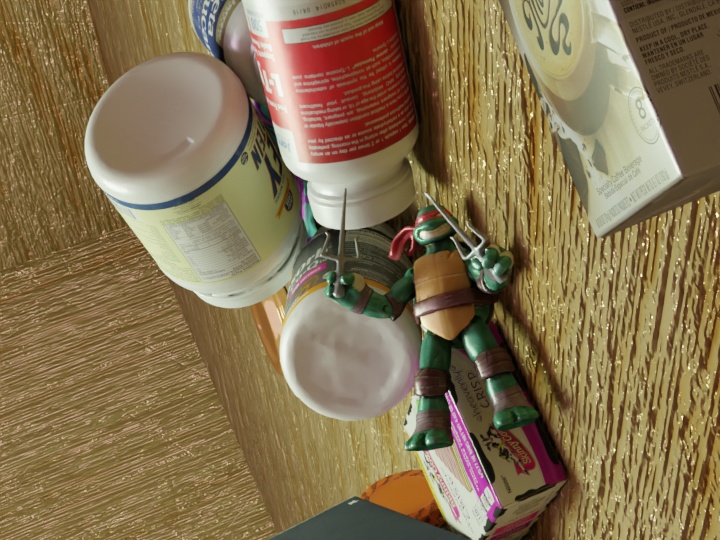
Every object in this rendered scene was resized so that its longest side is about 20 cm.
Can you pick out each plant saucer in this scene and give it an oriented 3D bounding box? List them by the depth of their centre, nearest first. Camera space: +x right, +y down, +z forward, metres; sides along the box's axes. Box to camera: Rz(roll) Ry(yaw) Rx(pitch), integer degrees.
[{"bbox_3d":[-0.127,0.071,2.069,0.200,0.037,0.203,160,91,-77],"label":"plant saucer"}]

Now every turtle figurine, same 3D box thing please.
[{"bbox_3d":[0.060,0.022,1.029,0.148,0.100,0.203,-22,75,34],"label":"turtle figurine"}]

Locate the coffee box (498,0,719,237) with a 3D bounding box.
[{"bbox_3d":[0.110,-0.130,0.602,0.113,0.079,0.203,126,124,-76],"label":"coffee box"}]

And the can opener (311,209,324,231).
[{"bbox_3d":[0.000,0.000,1.322,0.053,0.066,0.203,-133,27,-63],"label":"can opener"}]

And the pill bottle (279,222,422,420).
[{"bbox_3d":[-0.006,0.031,1.189,0.200,0.115,0.118,-89,-15,-68],"label":"pill bottle"}]

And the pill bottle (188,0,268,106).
[{"bbox_3d":[-0.075,-0.207,1.228,0.200,0.110,0.112,-129,23,-57],"label":"pill bottle"}]

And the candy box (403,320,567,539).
[{"bbox_3d":[0.094,0.145,1.145,0.201,0.060,0.138,98,150,-66],"label":"candy box"}]

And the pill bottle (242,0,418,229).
[{"bbox_3d":[-0.017,-0.140,1.075,0.112,0.111,0.202,-132,25,-60],"label":"pill bottle"}]

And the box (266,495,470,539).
[{"bbox_3d":[0.024,0.313,1.220,0.199,0.103,0.185,4,111,60],"label":"box"}]

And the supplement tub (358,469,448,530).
[{"bbox_3d":[0.064,0.305,1.384,0.123,0.121,0.203,-137,30,-65],"label":"supplement tub"}]

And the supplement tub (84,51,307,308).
[{"bbox_3d":[-0.134,-0.072,1.220,0.146,0.144,0.201,61,180,37],"label":"supplement tub"}]

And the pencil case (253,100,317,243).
[{"bbox_3d":[-0.051,-0.094,1.346,0.201,0.084,0.093,85,-162,-49],"label":"pencil case"}]
